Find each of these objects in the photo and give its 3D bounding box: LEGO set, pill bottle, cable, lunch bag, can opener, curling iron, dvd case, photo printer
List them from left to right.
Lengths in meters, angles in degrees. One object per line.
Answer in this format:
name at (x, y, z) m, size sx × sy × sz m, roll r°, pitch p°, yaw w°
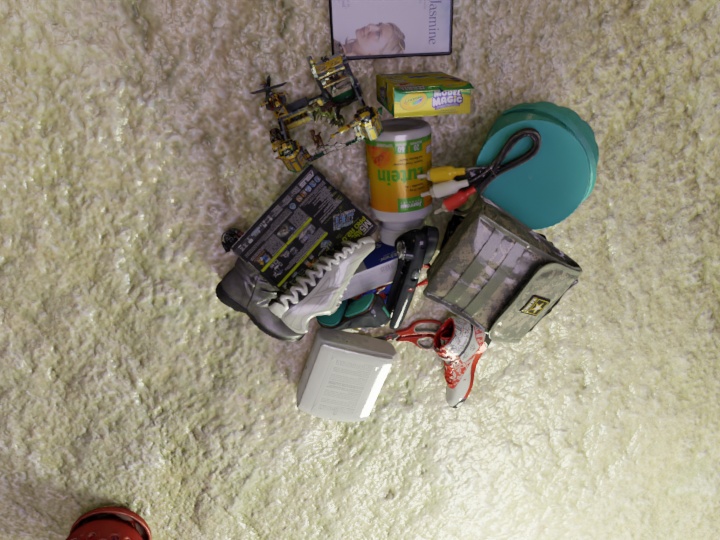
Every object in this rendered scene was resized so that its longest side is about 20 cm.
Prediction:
curling iron at (-0.171, -0.018, 1.043) m, size 0.199 × 0.026 × 0.050 m, roll 31°, pitch 129°, yaw -25°
LEGO set at (-0.070, -0.257, 0.867) m, size 0.199 × 0.155 × 0.116 m, roll -15°, pitch 151°, yaw 11°
photo printer at (-0.036, 0.222, 1.141) m, size 0.165 × 0.070 × 0.201 m, roll 13°, pitch 117°, yaw -13°
dvd case at (0.050, -0.413, 0.888) m, size 0.199 × 0.018 × 0.143 m, roll -5°, pitch 115°, yaw -5°
pill bottle at (0.068, -0.149, 0.962) m, size 0.110 × 0.111 × 0.201 m, roll -7°, pitch 116°, yaw -4°
can opener at (0.080, 0.017, 0.963) m, size 0.078 × 0.063 × 0.201 m, roll 8°, pitch 116°, yaw -19°
cable at (0.191, -0.143, 0.873) m, size 0.199 × 0.050 × 0.097 m, roll -19°, pitch 109°, yaw 32°
lunch bag at (0.224, 0.012, 0.881) m, size 0.199 × 0.118 × 0.164 m, roll 32°, pitch 116°, yaw -4°

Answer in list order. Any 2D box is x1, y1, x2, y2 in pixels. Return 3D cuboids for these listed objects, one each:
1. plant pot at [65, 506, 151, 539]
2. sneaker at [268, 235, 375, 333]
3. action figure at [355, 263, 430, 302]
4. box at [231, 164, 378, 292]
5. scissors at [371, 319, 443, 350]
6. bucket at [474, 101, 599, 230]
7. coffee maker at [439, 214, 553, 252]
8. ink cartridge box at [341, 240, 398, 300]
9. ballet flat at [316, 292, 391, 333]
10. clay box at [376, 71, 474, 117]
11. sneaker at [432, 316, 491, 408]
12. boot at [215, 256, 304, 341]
plant pot at (-0.561, 0.631, 1.206) m, size 0.199 × 0.183 × 0.201 m, roll -3°, pitch 116°, yaw -7°
sneaker at (-0.050, 0.020, 0.903) m, size 0.200 × 0.075 × 0.081 m, roll -39°, pitch 101°, yaw -3°
action figure at (0.053, 0.051, 1.072) m, size 0.199 × 0.066 × 0.052 m, roll -29°, pitch 151°, yaw 27°
box at (-0.094, -0.054, 0.958) m, size 0.160 × 0.044 × 0.200 m, roll 42°, pitch 83°, yaw 0°
scissors at (0.071, 0.129, 1.150) m, size 0.199 × 0.014 × 0.074 m, roll 4°, pitch 117°, yaw -8°
bucket at (0.289, -0.171, 0.927) m, size 0.206 × 0.135 × 0.208 m, roll 9°, pitch 117°, yaw 19°
coffee maker at (0.243, -0.015, 1.033) m, size 0.199 × 0.192 × 0.135 m, roll 18°, pitch 92°, yaw 7°
ink cartridge box at (0.000, 0.000, 1.027) m, size 0.199 × 0.094 × 0.044 m, roll -21°, pitch 117°, yaw -2°
ballet flat at (-0.011, 0.086, 1.032) m, size 0.073 × 0.200 × 0.074 m, roll 7°, pitch 77°, yaw -33°
clay box at (0.094, -0.271, 0.860) m, size 0.114 × 0.200 × 0.048 m, roll -5°, pitch 116°, yaw -5°
sneaker at (0.188, 0.186, 1.154) m, size 0.107 × 0.067 × 0.202 m, roll 13°, pitch 107°, yaw -23°
boot at (-0.157, 0.045, 1.030) m, size 0.199 × 0.070 × 0.132 m, roll 31°, pitch 124°, yaw -21°
